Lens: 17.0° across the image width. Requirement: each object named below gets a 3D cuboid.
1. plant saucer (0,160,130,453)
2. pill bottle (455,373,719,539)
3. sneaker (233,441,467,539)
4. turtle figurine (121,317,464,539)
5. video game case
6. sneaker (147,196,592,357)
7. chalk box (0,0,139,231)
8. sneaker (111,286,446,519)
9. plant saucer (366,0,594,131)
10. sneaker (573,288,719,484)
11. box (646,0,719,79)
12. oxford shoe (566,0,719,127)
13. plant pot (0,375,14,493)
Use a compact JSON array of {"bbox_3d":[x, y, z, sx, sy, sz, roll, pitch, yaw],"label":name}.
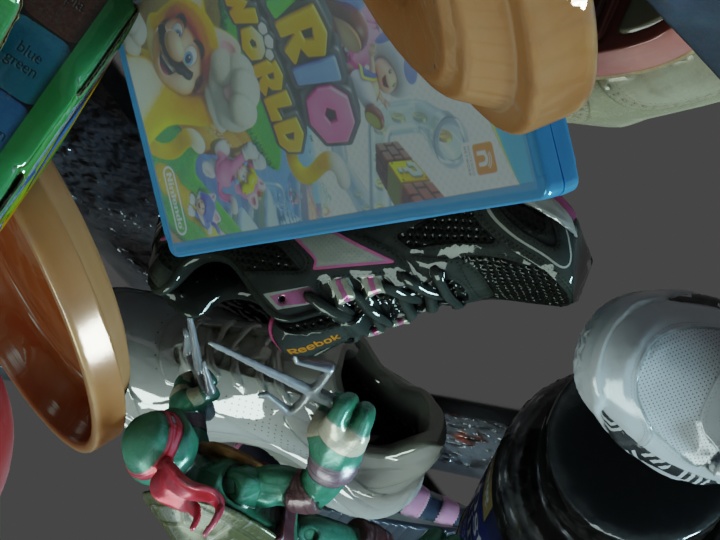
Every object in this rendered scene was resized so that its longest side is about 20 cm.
[{"bbox_3d":[-0.154,-0.015,1.057,0.201,0.032,0.201,52,160,28],"label":"plant saucer"},{"bbox_3d":[0.108,0.111,1.093,0.111,0.112,0.200,22,157,3],"label":"pill bottle"},{"bbox_3d":[0.013,0.122,1.285,0.070,0.082,0.200,-40,140,26],"label":"sneaker"},{"bbox_3d":[-0.046,0.093,1.076,0.149,0.101,0.200,21,163,49],"label":"turtle figurine"},{"bbox_3d":[-0.018,-0.084,0.794,0.200,0.018,0.144,-8,97,50],"label":"video game case"},{"bbox_3d":[0.000,0.000,0.987,0.199,0.087,0.080,7,154,32],"label":"sneaker"},{"bbox_3d":[-0.168,-0.065,0.845,0.125,0.124,0.200,34,157,-5],"label":"chalk box"},{"bbox_3d":[-0.044,0.048,1.168,0.199,0.078,0.099,21,150,-13],"label":"sneaker"},{"bbox_3d":[0.001,-0.127,0.613,0.201,0.032,0.200,63,173,13],"label":"plant saucer"},{"bbox_3d":[0.185,0.067,0.945,0.199,0.075,0.115,28,173,-21],"label":"sneaker"},{"bbox_3d":[0.172,-0.089,0.612,0.148,0.107,0.200,-3,145,48],"label":"box"},{"bbox_3d":[0.054,-0.071,0.811,0.199,0.071,0.075,2,156,44],"label":"oxford shoe"},{"bbox_3d":[-0.298,0.054,1.256,0.199,0.201,0.183,14,147,21],"label":"plant pot"}]
